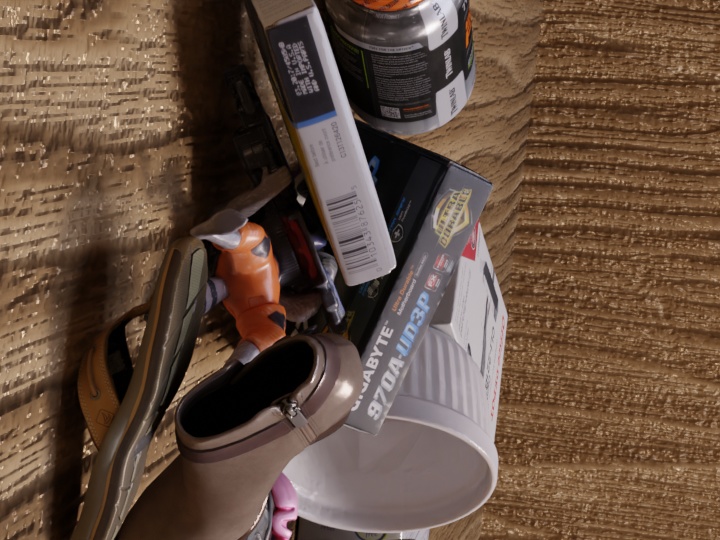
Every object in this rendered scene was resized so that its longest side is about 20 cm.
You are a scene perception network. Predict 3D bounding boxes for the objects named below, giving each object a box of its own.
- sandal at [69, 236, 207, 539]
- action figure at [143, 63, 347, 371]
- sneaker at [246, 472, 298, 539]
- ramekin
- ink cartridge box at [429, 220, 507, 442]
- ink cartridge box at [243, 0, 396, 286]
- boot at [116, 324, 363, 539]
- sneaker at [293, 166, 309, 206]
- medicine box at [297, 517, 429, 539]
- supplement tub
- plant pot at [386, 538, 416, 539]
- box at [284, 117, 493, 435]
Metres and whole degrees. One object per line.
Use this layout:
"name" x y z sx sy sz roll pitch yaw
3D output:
"sandal" -0.138 0.073 1.050 0.080 0.054 0.201 -33 145 -82
"action figure" -0.085 -0.026 1.231 0.194 0.104 0.201 -70 141 -75
"sneaker" -0.106 0.234 1.315 0.095 0.079 0.202 19 76 -60
"ramekin" 0.015 0.125 1.521 0.201 0.199 0.106 83 10 -55
"ink cartridge box" 0.068 0.044 1.621 0.200 0.083 0.145 69 25 -52
"ink cartridge box" -0.038 -0.122 1.244 0.200 0.047 0.199 -117 -174 -58
"boot" -0.083 0.106 1.099 0.200 0.070 0.146 -40 162 -2
"sneaker" -0.033 -0.060 1.506 0.200 0.080 0.084 95 -9 -75
"medicine box" 0.009 0.219 1.791 0.182 0.102 0.202 -41 137 -74
"supplement tub" 0.033 -0.213 1.562 0.200 0.122 0.123 77 23 -64
"plant pot" -0.003 0.339 1.630 0.201 0.199 0.190 24 58 -79
"box" 0.000 0.000 1.343 0.159 0.046 0.201 31 -83 57
